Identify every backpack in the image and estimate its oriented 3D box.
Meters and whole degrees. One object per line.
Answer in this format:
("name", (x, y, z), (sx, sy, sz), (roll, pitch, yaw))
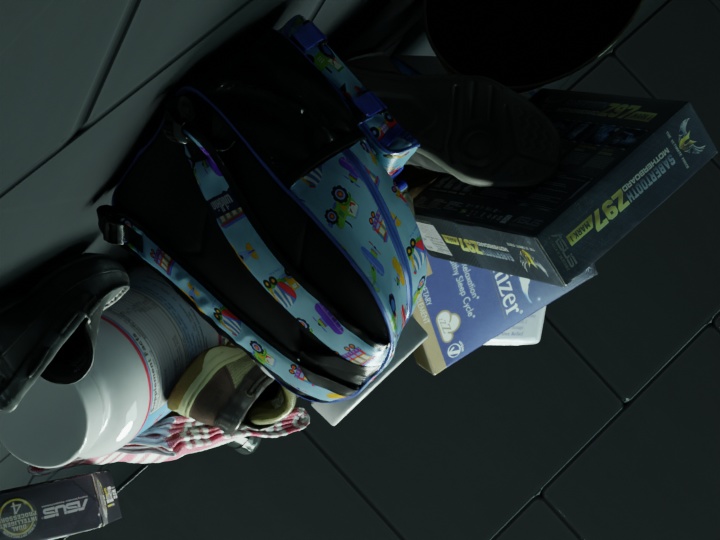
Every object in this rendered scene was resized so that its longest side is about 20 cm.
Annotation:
("backpack", (-0.037, -0.028, 1.368), (0.134, 0.200, 0.183), (-40, 175, -34))

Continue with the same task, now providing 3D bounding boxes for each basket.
("basket", (0.118, -0.198, 1.702), (0.180, 0.136, 0.200), (-35, 180, -6))

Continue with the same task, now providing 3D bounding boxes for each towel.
("towel", (-0.150, 0.139, 1.789), (0.146, 0.030, 0.200), (-14, 172, 30))

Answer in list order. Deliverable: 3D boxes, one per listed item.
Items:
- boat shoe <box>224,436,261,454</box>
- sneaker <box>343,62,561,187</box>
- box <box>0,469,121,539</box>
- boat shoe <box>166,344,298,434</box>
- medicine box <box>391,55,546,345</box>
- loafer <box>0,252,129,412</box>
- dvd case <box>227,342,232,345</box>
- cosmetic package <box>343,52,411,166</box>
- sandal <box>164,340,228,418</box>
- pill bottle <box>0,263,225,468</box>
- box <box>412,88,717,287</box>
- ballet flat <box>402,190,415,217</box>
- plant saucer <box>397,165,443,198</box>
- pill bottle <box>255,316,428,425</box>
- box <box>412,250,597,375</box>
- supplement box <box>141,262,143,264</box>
("boat shoe", (-0.095, 0.082, 1.982), (0.074, 0.066, 0.200), (-35, -153, 29))
("sneaker", (0.048, -0.106, 1.612), (0.114, 0.199, 0.077), (-21, 120, -81))
("box", (-0.297, 0.202, 1.790), (0.199, 0.049, 0.161), (-13, 174, -3))
("boat shoe", (-0.079, 0.090, 1.697), (0.073, 0.065, 0.200), (-55, 167, 21))
("medicine box", (0.086, -0.062, 1.884), (0.182, 0.103, 0.201), (-135, -131, -63))
("loafer", (-0.199, 0.042, 1.443), (0.068, 0.070, 0.201), (-44, 177, 25))
("dvd case", (-0.085, 0.002, 1.976), (0.200, 0.025, 0.150), (-51, -156, -12))
("cosmetic package", (-0.037, -0.072, 1.773), (0.200, 0.087, 0.103), (-43, 173, 19))
("sandal", (-0.145, 0.100, 1.879), (0.080, 0.054, 0.200), (-40, 176, -40))
("pill bottle", (-0.187, 0.072, 1.649), (0.109, 0.109, 0.200), (-45, 176, 29))
("box", (0.141, -0.064, 1.633), (0.158, 0.051, 0.200), (-42, -156, -17))
("ballet flat", (0.000, 0.000, 1.683), (0.067, 0.057, 0.200), (-55, 171, -33))
("plant saucer", (-0.015, -0.016, 1.744), (0.200, 0.029, 0.200), (-37, 167, -10))
("pill bottle", (-0.052, 0.004, 1.589), (0.116, 0.200, 0.116), (-43, 177, -3))
("box", (0.115, -0.018, 1.778), (0.200, 0.121, 0.032), (-32, -148, -19))
("supplement box", (-0.138, 0.011, 1.838), (0.067, 0.069, 0.200), (-43, 175, 21))
